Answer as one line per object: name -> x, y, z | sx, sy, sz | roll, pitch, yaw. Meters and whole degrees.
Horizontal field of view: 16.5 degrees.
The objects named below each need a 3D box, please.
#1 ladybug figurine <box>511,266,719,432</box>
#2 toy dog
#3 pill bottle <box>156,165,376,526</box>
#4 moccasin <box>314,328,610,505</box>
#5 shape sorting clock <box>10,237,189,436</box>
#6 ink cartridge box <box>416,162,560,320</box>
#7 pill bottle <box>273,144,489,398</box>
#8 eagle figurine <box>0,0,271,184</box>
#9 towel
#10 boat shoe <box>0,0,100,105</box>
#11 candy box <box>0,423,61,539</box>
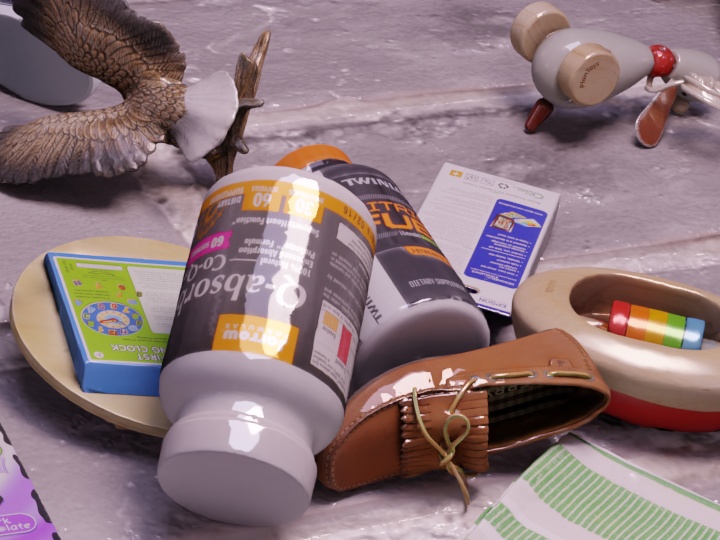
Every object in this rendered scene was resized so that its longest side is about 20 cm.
ladybug figurine -> 0.196, 0.059, 1.690 | 0.199, 0.072, 0.136 | 15, 30, 9
toy dog -> 0.207, -0.147, 2.055 | 0.199, 0.097, 0.132 | 18, 24, -18
pill bottle -> -0.060, 0.046, 1.526 | 0.115, 0.117, 0.201 | 10, 58, 0
moccasin -> 0.065, 0.098, 1.576 | 0.200, 0.074, 0.078 | -11, 36, -25
shape sorting clock -> -0.131, 0.044, 1.630 | 0.199, 0.039, 0.200 | 14, 30, -8
ink cartridge box -> 0.082, -0.014, 1.817 | 0.094, 0.037, 0.200 | 16, 28, 8
pill bottle -> 0.000, 0.000, 1.674 | 0.106, 0.107, 0.200 | -6, 41, -26
eagle figurine -> -0.178, -0.126, 1.843 | 0.199, 0.151, 0.152 | 16, 39, -11
towel -> 0.142, 0.174, 1.528 | 0.152, 0.024, 0.200 | 25, 33, 22
boat shoe -> -0.275, -0.196, 1.975 | 0.199, 0.071, 0.091 | 20, 35, 21
candy box -> -0.269, 0.148, 1.393 | 0.167, 0.072, 0.200 | -6, 34, -25
